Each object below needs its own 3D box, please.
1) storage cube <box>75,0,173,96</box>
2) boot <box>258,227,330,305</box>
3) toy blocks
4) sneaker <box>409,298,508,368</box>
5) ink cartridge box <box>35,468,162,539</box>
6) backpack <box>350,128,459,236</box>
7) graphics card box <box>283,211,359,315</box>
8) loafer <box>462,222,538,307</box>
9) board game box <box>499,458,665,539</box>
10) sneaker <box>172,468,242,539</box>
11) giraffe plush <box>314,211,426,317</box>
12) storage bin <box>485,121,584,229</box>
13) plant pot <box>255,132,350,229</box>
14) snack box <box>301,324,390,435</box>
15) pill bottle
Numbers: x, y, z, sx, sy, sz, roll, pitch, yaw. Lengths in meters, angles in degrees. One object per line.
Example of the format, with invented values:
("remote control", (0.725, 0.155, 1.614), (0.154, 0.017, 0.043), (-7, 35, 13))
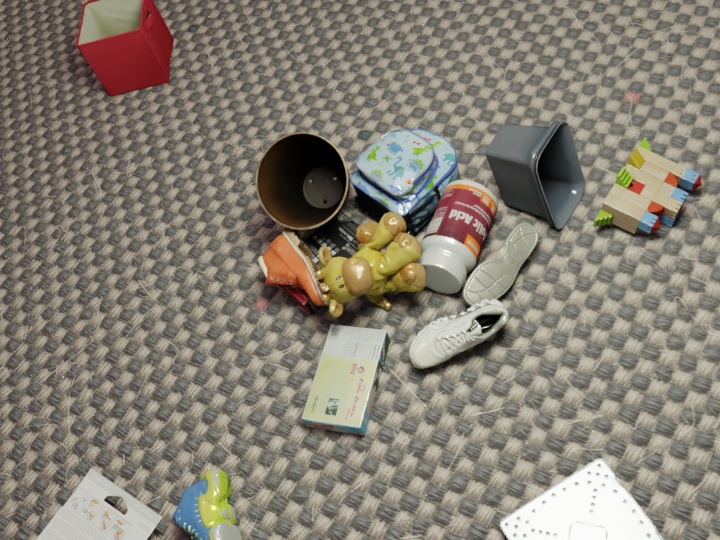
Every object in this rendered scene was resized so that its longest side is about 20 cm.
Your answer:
("storage cube", (-0.599, -0.584, 2.266), (0.198, 0.180, 0.172), (-12, 54, 10))
("boot", (-0.127, 0.014, 1.719), (0.107, 0.075, 0.200), (-39, 52, 3))
("toy blocks", (0.548, -0.139, 1.665), (0.136, 0.100, 0.200), (30, 68, 20))
("sneaker", (0.178, 0.114, 1.590), (0.199, 0.081, 0.076), (-30, 96, -2))
("ink cartridge box", (-0.464, 0.475, 1.575), (0.199, 0.044, 0.174), (23, 65, 29))
("backpack", (0.099, -0.196, 1.801), (0.200, 0.147, 0.183), (-42, 57, -17))
("graphics card box", (-0.071, -0.018, 1.790), (0.200, 0.051, 0.125), (-43, 55, -12))
("loafer", (0.263, -0.004, 1.680), (0.072, 0.063, 0.200), (42, 76, 1))
("board game box", (0.350, 0.424, 1.368), (0.199, 0.026, 0.200), (-30, 53, -5))
("sneaker", (-0.266, 0.447, 1.524), (0.104, 0.076, 0.201), (-26, 45, 14))
("giraffe plush", (0.000, 0.000, 1.641), (0.161, 0.200, 0.173), (-16, 69, -43))
("storage bin", (0.336, -0.200, 1.709), (0.134, 0.200, 0.146), (19, 63, 38))
("plant pot", (-0.097, -0.174, 1.803), (0.185, 0.200, 0.189), (0, 91, 10))
("snack box", (-0.024, 0.199, 1.633), (0.115, 0.037, 0.201), (5, 58, 21))
("pill bottle", (0.183, -0.065, 1.703), (0.113, 0.114, 0.201), (12, 61, 24))
